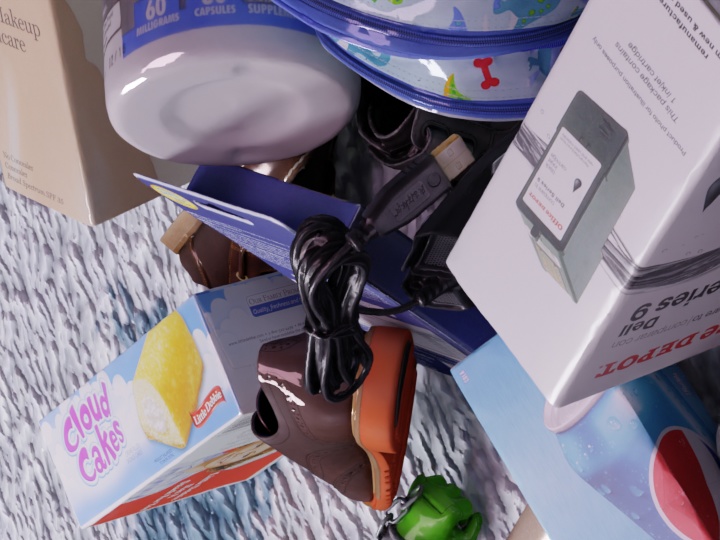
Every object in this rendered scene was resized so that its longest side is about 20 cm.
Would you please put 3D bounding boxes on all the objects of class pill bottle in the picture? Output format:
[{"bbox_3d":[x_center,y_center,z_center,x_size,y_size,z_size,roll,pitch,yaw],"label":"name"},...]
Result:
[{"bbox_3d":[-0.061,-0.159,1.235,0.114,0.113,0.201,-40,48,53],"label":"pill bottle"}]

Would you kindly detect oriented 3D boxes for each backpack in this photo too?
[{"bbox_3d":[0.048,-0.147,1.108,0.183,0.199,0.148,34,129,42],"label":"backpack"}]

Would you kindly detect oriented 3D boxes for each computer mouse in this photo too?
[{"bbox_3d":[0.048,-0.034,1.136,0.046,0.200,0.141,53,169,24],"label":"computer mouse"}]

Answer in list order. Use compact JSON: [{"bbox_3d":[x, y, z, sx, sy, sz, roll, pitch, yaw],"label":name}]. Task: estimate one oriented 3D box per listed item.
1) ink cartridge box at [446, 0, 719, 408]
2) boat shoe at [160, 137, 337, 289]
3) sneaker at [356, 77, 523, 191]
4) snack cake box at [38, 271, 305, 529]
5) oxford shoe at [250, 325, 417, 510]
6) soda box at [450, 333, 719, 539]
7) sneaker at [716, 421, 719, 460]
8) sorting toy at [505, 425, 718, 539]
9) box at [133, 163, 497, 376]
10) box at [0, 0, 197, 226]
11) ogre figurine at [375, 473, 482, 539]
[{"bbox_3d":[0.140,-0.052,1.066,0.084,0.146,0.200,54,141,24],"label":"ink cartridge box"},{"bbox_3d":[-0.042,-0.034,1.385,0.070,0.070,0.200,46,158,2],"label":"boat shoe"},{"bbox_3d":[0.055,-0.038,1.230,0.071,0.099,0.201,-15,92,53],"label":"sneaker"},{"bbox_3d":[-0.071,0.063,1.433,0.200,0.115,0.067,-37,73,53],"label":"snack cake box"},{"bbox_3d":[-0.013,0.065,1.307,0.200,0.072,0.071,87,-168,-70],"label":"oxford shoe"},{"bbox_3d":[0.124,0.104,1.150,0.068,0.064,0.200,-38,75,28],"label":"soda box"},{"bbox_3d":[0.219,0.108,1.081,0.200,0.073,0.112,59,144,23],"label":"sneaker"},{"bbox_3d":[0.143,0.157,1.226,0.200,0.036,0.185,50,139,23],"label":"sorting toy"},{"bbox_3d":[0.000,0.000,1.262,0.121,0.200,0.032,19,79,50],"label":"box"},{"bbox_3d":[-0.154,-0.137,1.474,0.095,0.078,0.201,22,130,47],"label":"box"},{"bbox_3d":[0.048,0.216,1.353,0.200,0.098,0.120,50,123,7],"label":"ogre figurine"}]
